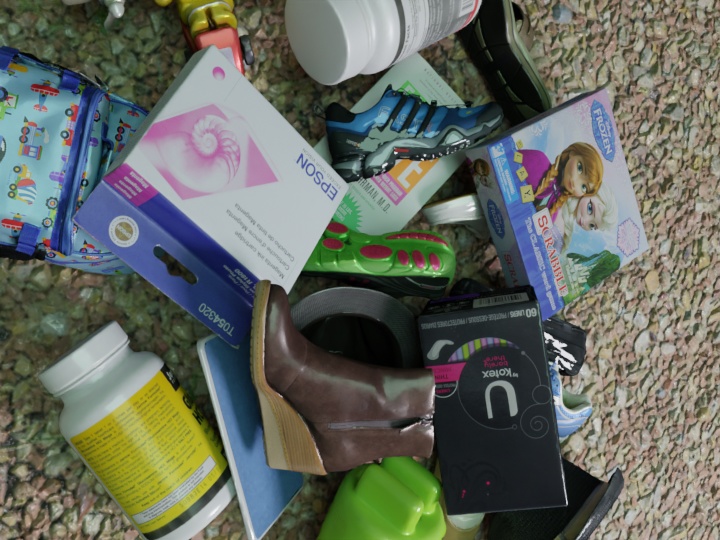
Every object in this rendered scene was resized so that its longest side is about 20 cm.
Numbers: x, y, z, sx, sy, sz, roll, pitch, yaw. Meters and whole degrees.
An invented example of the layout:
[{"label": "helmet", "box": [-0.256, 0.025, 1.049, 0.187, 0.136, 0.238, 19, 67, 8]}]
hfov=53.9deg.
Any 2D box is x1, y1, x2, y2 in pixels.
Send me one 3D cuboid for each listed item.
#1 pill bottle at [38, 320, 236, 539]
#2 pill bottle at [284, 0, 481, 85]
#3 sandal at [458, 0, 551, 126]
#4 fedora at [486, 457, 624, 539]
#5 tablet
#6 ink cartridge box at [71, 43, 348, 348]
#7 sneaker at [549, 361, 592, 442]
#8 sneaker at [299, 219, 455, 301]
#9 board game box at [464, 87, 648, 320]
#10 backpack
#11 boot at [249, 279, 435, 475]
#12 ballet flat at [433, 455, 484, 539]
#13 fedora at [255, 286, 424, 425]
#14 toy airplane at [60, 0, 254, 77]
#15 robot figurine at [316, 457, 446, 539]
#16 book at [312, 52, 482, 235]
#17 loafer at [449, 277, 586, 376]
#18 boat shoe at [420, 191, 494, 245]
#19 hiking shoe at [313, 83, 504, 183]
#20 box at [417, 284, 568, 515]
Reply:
[{"label": "pill bottle", "box": [-0.211, 0.154, 0.680, 0.112, 0.112, 0.201, -36, 101, -14]}, {"label": "pill bottle", "box": [0.025, -0.273, 0.729, 0.199, 0.113, 0.115, -35, 101, -30]}, {"label": "sandal", "box": [0.171, -0.265, 0.829, 0.057, 0.079, 0.203, -36, 108, -32]}, {"label": "fedora", "box": [0.212, 0.287, 0.820, 0.091, 0.201, 0.201, 39, 76, 22]}, {"label": "tablet", "box": [-0.108, 0.152, 0.717, 0.013, 0.130, 0.203, -13, 95, 19]}, {"label": "ink cartridge box", "box": [-0.123, -0.065, 0.652, 0.196, 0.043, 0.202, 43, 61, -30]}, {"label": "sneaker", "box": [0.185, 0.120, 0.816, 0.200, 0.076, 0.077, 41, 117, -19]}, {"label": "sneaker", "box": [0.000, 0.000, 0.740, 0.197, 0.085, 0.077, 9, 45, 17]}, {"label": "board game box", "box": [0.228, -0.077, 0.798, 0.198, 0.041, 0.203, -29, 105, -27]}, {"label": "backpack", "box": [-0.258, -0.087, 0.652, 0.197, 0.134, 0.186, 18, 84, -18]}, {"label": "boot", "box": [-0.015, 0.095, 0.655, 0.163, 0.073, 0.203, -5, 113, -3]}, {"label": "ballet flat", "box": [0.118, 0.232, 0.815, 0.067, 0.063, 0.204, 0, 91, -17]}, {"label": "fedora", "box": [-0.027, 0.103, 0.748, 0.174, 0.090, 0.204, 2, 104, -15]}, {"label": "toy airplane", "box": [-0.160, -0.297, 0.676, 0.197, 0.141, 0.202, 29, 87, -9]}, {"label": "robot figurine", "box": [0.014, 0.285, 0.734, 0.115, 0.175, 0.202, 31, 115, 22]}, {"label": "book", "box": [0.031, -0.130, 0.796, 0.134, 0.048, 0.200, 44, 81, -12]}, {"label": "loafer", "box": [0.190, 0.056, 0.838, 0.199, 0.068, 0.071, 30, 73, -21]}, {"label": "boat shoe", "box": [0.164, -0.059, 0.822, 0.197, 0.071, 0.071, -7, 96, -21]}, {"label": "hiking shoe", "box": [0.057, -0.157, 0.741, 0.197, 0.074, 0.088, -17, 94, -11]}, {"label": "box", "box": [0.134, 0.128, 0.719, 0.120, 0.106, 0.204, -9, 95, 12]}]
